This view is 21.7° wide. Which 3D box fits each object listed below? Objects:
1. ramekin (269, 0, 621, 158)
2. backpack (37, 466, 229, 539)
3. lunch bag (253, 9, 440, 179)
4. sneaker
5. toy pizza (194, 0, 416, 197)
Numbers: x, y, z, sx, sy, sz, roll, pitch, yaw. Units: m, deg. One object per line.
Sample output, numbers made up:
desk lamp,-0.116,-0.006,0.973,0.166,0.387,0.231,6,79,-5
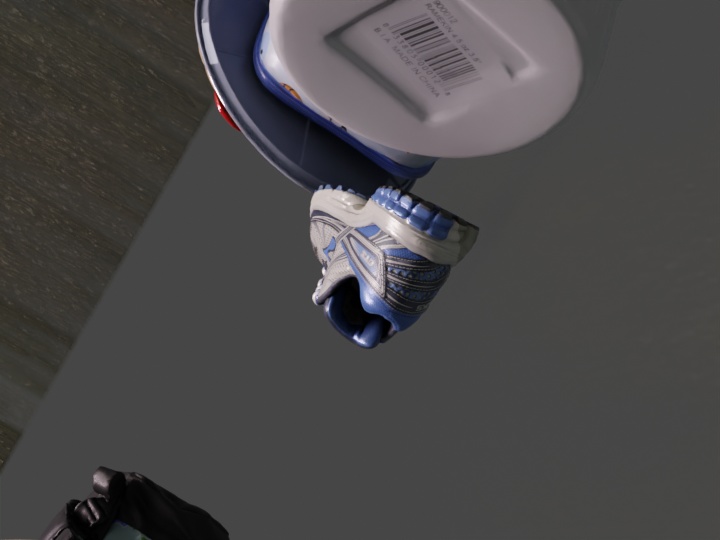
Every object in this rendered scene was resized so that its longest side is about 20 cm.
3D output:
ramekin,0.045,-0.151,1.016,0.200,0.200,0.098,-45,26,51
backpack,-0.152,0.226,1.079,0.201,0.126,0.167,-64,1,-18
lunch bag,0.012,-0.166,1.267,0.076,0.160,0.201,-49,16,39
sneaker,0.000,0.000,1.125,0.086,0.077,0.200,-65,12,-7
toy pizza,-0.037,-0.124,1.272,0.032,0.200,0.201,-36,23,35
